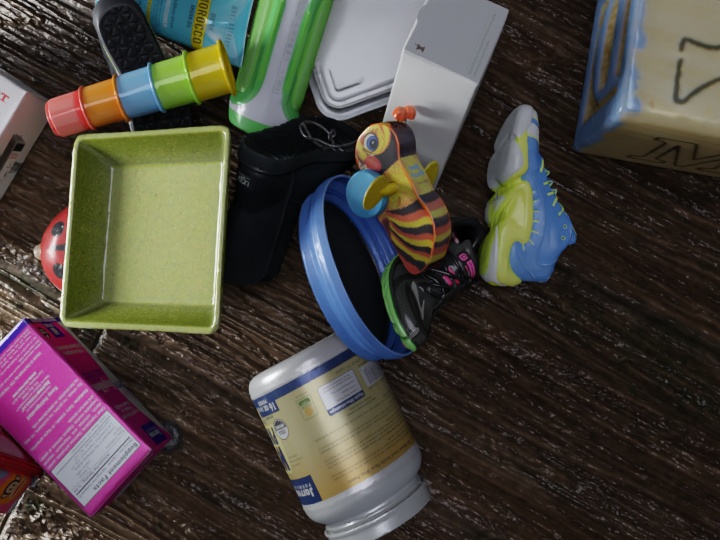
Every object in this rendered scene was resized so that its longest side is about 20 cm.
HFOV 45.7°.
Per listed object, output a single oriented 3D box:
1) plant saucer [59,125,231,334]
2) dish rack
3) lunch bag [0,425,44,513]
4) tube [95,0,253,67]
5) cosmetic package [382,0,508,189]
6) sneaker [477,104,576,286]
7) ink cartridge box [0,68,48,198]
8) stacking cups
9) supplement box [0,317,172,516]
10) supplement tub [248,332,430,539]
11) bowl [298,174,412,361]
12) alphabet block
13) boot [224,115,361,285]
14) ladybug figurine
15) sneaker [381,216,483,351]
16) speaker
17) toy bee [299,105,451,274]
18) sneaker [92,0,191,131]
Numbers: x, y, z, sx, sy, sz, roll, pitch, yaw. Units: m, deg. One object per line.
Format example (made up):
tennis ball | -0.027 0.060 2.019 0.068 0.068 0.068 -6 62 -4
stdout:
plant saucer | -0.212 -0.039 0.883 0.195 0.048 0.205 1 84 23
dish rack | 0.021 -0.283 0.987 0.196 0.044 0.175 -19 89 1
lunch bag | -0.438 0.176 0.913 0.198 0.177 0.082 34 79 23
tube | -0.206 -0.289 0.956 0.196 0.050 0.079 19 107 21
cosmetic package | 0.076 -0.184 0.892 0.083 0.201 0.109 24 64 2
sneaker | 0.196 -0.079 0.969 0.103 0.076 0.205 10 95 -11
ink cartridge box | -0.469 -0.148 0.970 0.145 0.083 0.203 31 89 3
stacking cups | -0.231 -0.186 0.906 0.196 0.061 0.062 -17 88 3
supplement box | -0.320 0.157 0.948 0.103 0.101 0.200 -44 89 -1
supplement tub | -0.020 0.178 0.920 0.142 0.144 0.203 -27 87 0
bowl | 0.000 0.000 0.906 0.039 0.200 0.204 -23 88 23
alphabet block | 0.355 -0.218 0.903 0.195 0.196 0.200 11 89 1
boot | -0.084 -0.077 0.958 0.076 0.199 0.170 36 124 22
ladybug figurine | -0.276 -0.024 0.968 0.195 0.072 0.139 -6 88 1
sneaker | 0.080 0.001 0.905 0.082 0.202 0.077 -14 123 34
speaker | -0.085 -0.252 0.941 0.087 0.089 0.204 20 108 2
toy bee | 0.028 -0.102 0.845 0.199 0.131 0.109 40 126 -5
sneaker | -0.246 -0.224 0.965 0.070 0.083 0.204 -21 122 -14
